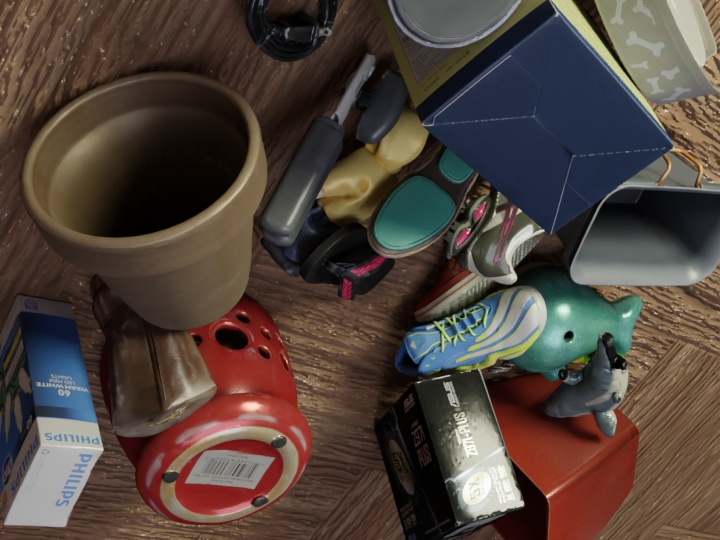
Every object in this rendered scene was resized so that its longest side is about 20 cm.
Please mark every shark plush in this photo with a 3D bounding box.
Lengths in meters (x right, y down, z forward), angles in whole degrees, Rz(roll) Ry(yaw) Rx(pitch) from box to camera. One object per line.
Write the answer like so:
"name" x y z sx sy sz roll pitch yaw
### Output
"shark plush" 0.266 0.134 1.164 0.083 0.091 0.200 6 162 5

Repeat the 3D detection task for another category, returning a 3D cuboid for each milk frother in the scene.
"milk frother" 0.010 -0.228 0.790 0.180 0.188 0.200 -10 131 -17

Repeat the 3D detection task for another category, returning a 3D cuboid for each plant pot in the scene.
"plant pot" -0.169 -0.043 0.866 0.200 0.201 0.175 -20 143 -9
"plant pot" 0.251 0.247 1.310 0.176 0.200 0.200 -26 135 -18
"plant pot" -0.158 0.149 1.033 0.200 0.183 0.201 -13 133 -14

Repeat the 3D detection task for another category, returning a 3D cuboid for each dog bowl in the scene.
"dog bowl" 0.262 -0.241 0.904 0.059 0.201 0.200 -23 140 29

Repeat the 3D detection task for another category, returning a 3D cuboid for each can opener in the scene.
"can opener" -0.019 -0.107 0.904 0.053 0.067 0.200 101 14 -72

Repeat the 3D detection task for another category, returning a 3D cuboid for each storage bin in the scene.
"storage bin" 0.293 -0.080 1.085 0.199 0.134 0.146 0 127 -26

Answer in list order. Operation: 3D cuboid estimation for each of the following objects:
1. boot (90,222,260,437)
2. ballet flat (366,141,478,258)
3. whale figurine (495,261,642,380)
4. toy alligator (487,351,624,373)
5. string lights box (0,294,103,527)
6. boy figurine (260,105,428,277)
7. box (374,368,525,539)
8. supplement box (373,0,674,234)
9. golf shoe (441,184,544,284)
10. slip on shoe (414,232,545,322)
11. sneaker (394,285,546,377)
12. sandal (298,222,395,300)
"boot" -0.156 0.052 0.935 0.186 0.200 0.064 -26 134 -2
"ballet flat" 0.071 -0.074 0.988 0.200 0.068 0.067 -46 177 -26
"whale figurine" 0.253 0.063 1.185 0.199 0.104 0.160 8 104 -21
"toy alligator" 0.250 0.092 1.270 0.199 0.059 0.054 -5 87 -18
"string lights box" -0.297 0.127 0.932 0.059 0.200 0.103 13 120 -33
"boy figurine" -0.013 -0.081 0.980 0.200 0.064 0.124 -51 156 17
"box" 0.097 0.227 1.180 0.086 0.164 0.200 -10 160 -17
"supplement box" 0.136 -0.179 0.869 0.134 0.200 0.200 -36 135 22
"golf shoe" 0.165 -0.082 1.029 0.200 0.088 0.077 -58 174 4
"slip on shoe" 0.126 -0.009 1.122 0.074 0.061 0.200 -8 147 -47
"sneaker" 0.114 0.079 1.122 0.105 0.076 0.200 -8 159 -41
"sandal" 0.000 0.000 1.015 0.075 0.045 0.200 -44 160 9
